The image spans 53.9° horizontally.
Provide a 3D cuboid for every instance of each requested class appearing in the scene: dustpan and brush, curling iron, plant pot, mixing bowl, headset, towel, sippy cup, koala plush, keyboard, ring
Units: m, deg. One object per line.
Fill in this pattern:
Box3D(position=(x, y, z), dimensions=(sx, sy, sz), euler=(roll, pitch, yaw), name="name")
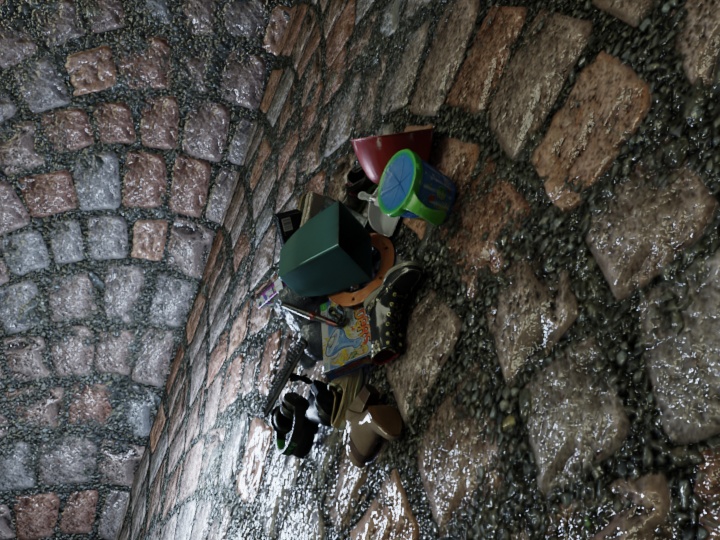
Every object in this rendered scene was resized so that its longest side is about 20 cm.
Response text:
Box3D(position=(0.045, -0.168, 1.738), dimensions=(0.143, 0.056, 0.200), euler=(-67, 21, 3), name="dustpan and brush")
Box3D(position=(-0.111, 0.097, 1.671), dimensions=(0.196, 0.026, 0.051), euler=(7, 66, 36), name="curling iron")
Box3D(position=(-0.091, -0.033, 1.663), dimensions=(0.196, 0.141, 0.144), euler=(-24, 44, 24), name="plant pot")
Box3D(position=(0.078, -0.256, 1.611), dimensions=(0.199, 0.195, 0.112), euler=(-163, 64, -67), name="mixing bowl")
Box3D(position=(-0.152, 0.330, 1.645), dimensions=(0.124, 0.092, 0.204), euler=(-53, 31, 42), name="headset")
Box3D(position=(-0.115, -0.108, 1.971), dimensions=(0.034, 0.131, 0.206), euler=(-8, 64, 46), name="towel")
Box3D(position=(0.123, -0.163, 1.464), dimensions=(0.139, 0.128, 0.183), euler=(-28, 52, 52), name="sippy cup")
Box3D(position=(-0.120, 0.136, 1.786), dimensions=(0.175, 0.182, 0.205), euler=(-26, 74, 31), name="koala plush")
Box3D(position=(-0.188, 0.251, 1.708), dimensions=(0.203, 0.020, 0.127), euler=(-60, 11, -6), name="keyboard")
Box3D(position=(0.000, 0.000, 1.681), dimensions=(0.196, 0.019, 0.205), euler=(-23, 46, 25), name="ring")

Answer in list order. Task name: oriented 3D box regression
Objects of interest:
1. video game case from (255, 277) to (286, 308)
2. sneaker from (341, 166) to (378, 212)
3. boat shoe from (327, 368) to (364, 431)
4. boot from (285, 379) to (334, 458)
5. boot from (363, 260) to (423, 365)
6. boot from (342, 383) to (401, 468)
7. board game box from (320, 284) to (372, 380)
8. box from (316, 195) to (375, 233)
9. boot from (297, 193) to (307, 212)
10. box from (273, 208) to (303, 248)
Box3D(position=(-0.160, 0.045, 1.892), dimensions=(0.181, 0.196, 0.037), euler=(-36, 69, 53), name="video game case")
Box3D(position=(-0.009, -0.225, 1.877), dimensions=(0.201, 0.082, 0.078), euler=(-52, 29, 39), name="sneaker")
Box3D(position=(-0.037, 0.262, 1.595), dimensions=(0.072, 0.074, 0.204), euler=(-49, 32, 43), name="boat shoe")
Box3D(position=(-0.112, 0.373, 1.680), dimensions=(0.172, 0.075, 0.200), euler=(-66, 18, 7), name="boot")
Box3D(position=(0.075, 0.090, 1.483), dimensions=(0.204, 0.072, 0.157), euler=(-47, 37, 44), name="boot")
Box3D(position=(0.019, 0.336, 1.443), dimensions=(0.200, 0.068, 0.150), euler=(-125, 50, -63), name="boot")
Box3D(position=(-0.025, 0.140, 1.626), dimensions=(0.132, 0.035, 0.203), euler=(-24, 43, 15), name="board game box")
Box3D(position=(-0.055, -0.086, 1.834), dimensions=(0.198, 0.050, 0.161), euler=(31, 96, 47), name="box")
Box3D(position=(-0.124, -0.168, 2.127), dimensions=(0.138, 0.076, 0.205), euler=(-40, 51, 44), name="boot")
Box3D(position=(-0.186, -0.065, 2.028), dimensions=(0.141, 0.077, 0.206), euler=(-152, 48, -74), name="box")
